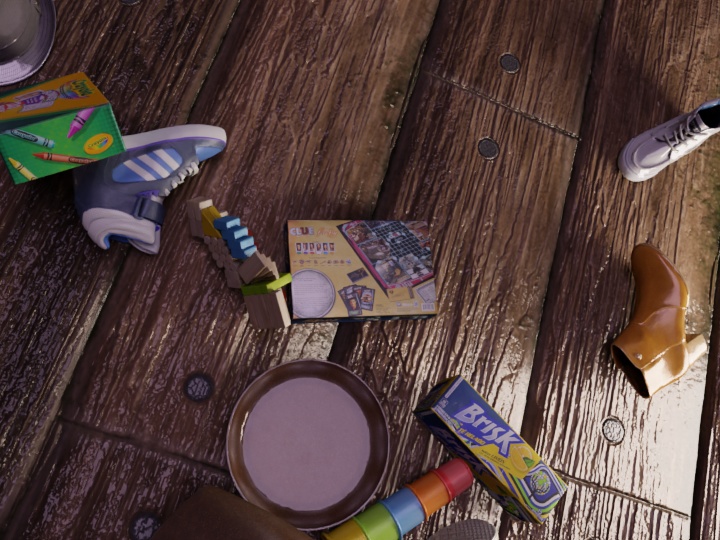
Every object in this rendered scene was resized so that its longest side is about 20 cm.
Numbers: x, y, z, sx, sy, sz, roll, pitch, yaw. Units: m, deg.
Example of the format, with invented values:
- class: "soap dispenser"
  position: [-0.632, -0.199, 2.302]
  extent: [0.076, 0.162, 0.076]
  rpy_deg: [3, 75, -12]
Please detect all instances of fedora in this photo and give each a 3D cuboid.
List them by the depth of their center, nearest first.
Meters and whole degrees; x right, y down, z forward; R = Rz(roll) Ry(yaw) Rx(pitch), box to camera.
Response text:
- class: "fedora"
  position: [-0.482, -0.341, 0.801]
  extent: [0.176, 0.090, 0.201]
  rpy_deg: [-1, 75, -15]

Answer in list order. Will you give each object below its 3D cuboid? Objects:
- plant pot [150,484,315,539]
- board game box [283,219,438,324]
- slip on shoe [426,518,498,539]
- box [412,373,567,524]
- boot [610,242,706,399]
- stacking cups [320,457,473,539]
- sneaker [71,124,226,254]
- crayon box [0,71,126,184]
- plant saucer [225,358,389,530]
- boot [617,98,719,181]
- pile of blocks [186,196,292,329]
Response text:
- class: "plant pot"
  position: [-0.124, 0.332, 0.677]
  extent: [0.200, 0.187, 0.187]
  rpy_deg: [40, 68, 14]
- class: "board game box"
  position: [0.000, 0.000, 0.868]
  extent: [0.199, 0.035, 0.136]
  rpy_deg: [0, 75, -15]
- class: "slip on shoe"
  position: [0.093, 0.378, 0.775]
  extent: [0.200, 0.074, 0.061]
  rpy_deg: [-37, 121, -27]
- class: "box"
  position: [0.164, 0.229, 0.828]
  extent: [0.200, 0.070, 0.064]
  rpy_deg: [46, 66, 0]
- class: "boot"
  position: [0.417, 0.072, 0.942]
  extent: [0.144, 0.071, 0.202]
  rpy_deg: [-24, 87, -23]
- class: "stacking cups"
  position: [0.049, 0.291, 0.786]
  extent: [0.200, 0.061, 0.061]
  rpy_deg: [-28, 83, -23]
- class: "sneaker"
  position: [-0.252, -0.096, 0.810]
  extent: [0.199, 0.081, 0.147]
  rpy_deg: [-15, 90, -25]
- class: "crayon box"
  position: [-0.354, -0.170, 0.740]
  extent: [0.118, 0.200, 0.058]
  rpy_deg: [-23, 124, -20]
- class: "plant saucer"
  position: [-0.064, 0.210, 0.787]
  extent: [0.199, 0.032, 0.201]
  rpy_deg: [5, 70, -13]
- class: "boot"
  position: [0.511, -0.219, 1.040]
  extent: [0.200, 0.096, 0.074]
  rpy_deg: [-34, 85, -21]
- class: "pile of blocks"
  position: [-0.137, -0.019, 0.812]
  extent: [0.200, 0.082, 0.062]
  rpy_deg: [56, 39, 2]
